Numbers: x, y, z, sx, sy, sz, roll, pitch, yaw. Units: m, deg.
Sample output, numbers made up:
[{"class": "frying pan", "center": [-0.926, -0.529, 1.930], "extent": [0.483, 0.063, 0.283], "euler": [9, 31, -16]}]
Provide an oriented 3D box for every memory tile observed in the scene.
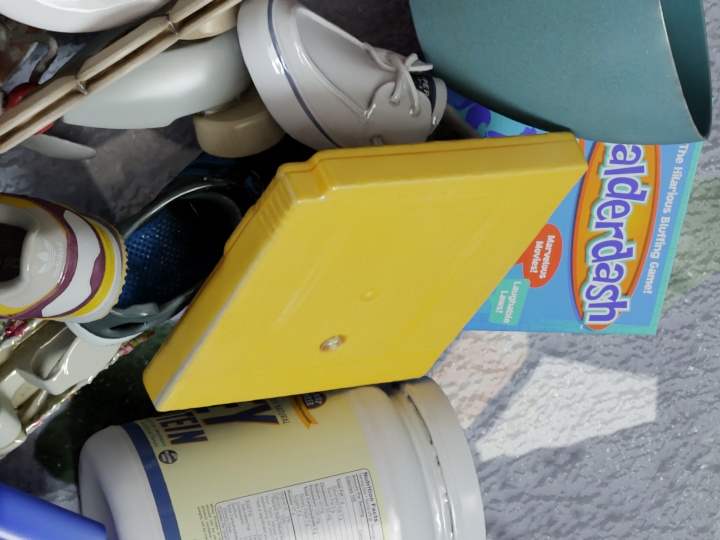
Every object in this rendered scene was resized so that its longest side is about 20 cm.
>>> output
[{"class": "memory tile", "center": [-0.083, -0.118, 1.204], "extent": [0.200, 0.153, 0.017], "euler": [-32, 98, 7]}]

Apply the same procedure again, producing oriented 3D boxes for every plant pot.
[{"class": "plant pot", "center": [0.098, -0.154, 1.353], "extent": [0.134, 0.200, 0.200], "euler": [-10, 121, 15]}]

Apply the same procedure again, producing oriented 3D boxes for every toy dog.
[{"class": "toy dog", "center": [-0.135, -0.108, 1.341], "extent": [0.200, 0.096, 0.132], "euler": [6, 116, -8]}]

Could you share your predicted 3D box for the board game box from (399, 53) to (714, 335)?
[{"class": "board game box", "center": [0.089, -0.041, 1.471], "extent": [0.200, 0.045, 0.152], "euler": [1, 114, -22]}]

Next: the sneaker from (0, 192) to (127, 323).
[{"class": "sneaker", "center": [-0.219, -0.014, 1.287], "extent": [0.090, 0.200, 0.075], "euler": [20, 72, -63]}]

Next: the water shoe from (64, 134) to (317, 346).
[{"class": "water shoe", "center": [-0.069, -0.027, 1.359], "extent": [0.200, 0.079, 0.072], "euler": [-42, 103, -28]}]

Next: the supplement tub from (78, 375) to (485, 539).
[{"class": "supplement tub", "center": [-0.045, 0.139, 1.446], "extent": [0.200, 0.145, 0.145], "euler": [-12, 118, -16]}]

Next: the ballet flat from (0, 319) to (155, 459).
[{"class": "ballet flat", "center": [-0.183, 0.056, 1.399], "extent": [0.200, 0.064, 0.076], "euler": [-44, 124, 3]}]

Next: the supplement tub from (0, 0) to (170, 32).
[{"class": "supplement tub", "center": [-0.148, -0.204, 1.208], "extent": [0.140, 0.200, 0.141], "euler": [-9, 117, -18]}]

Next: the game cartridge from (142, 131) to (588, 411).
[{"class": "game cartridge", "center": [0.000, 0.000, 1.341], "extent": [0.176, 0.032, 0.200], "euler": [-6, 147, -34]}]

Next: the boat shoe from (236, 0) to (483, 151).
[{"class": "boat shoe", "center": [0.013, -0.086, 1.337], "extent": [0.065, 0.074, 0.200], "euler": [-20, 144, 27]}]

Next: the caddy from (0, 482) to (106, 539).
[{"class": "caddy", "center": [-0.217, 0.198, 1.391], "extent": [0.105, 0.142, 0.200], "euler": [22, 129, -19]}]
